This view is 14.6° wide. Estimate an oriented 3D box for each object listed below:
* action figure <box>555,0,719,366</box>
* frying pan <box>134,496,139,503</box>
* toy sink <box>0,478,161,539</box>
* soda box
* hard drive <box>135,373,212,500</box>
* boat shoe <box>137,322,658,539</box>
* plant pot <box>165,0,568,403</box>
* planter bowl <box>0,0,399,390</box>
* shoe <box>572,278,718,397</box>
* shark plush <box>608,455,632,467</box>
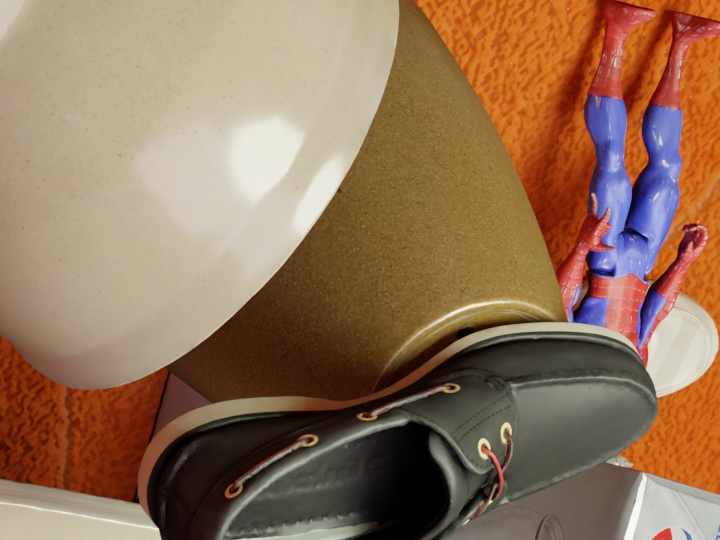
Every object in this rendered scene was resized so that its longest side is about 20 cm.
[{"bbox_3d":[0.116,-0.014,1.235,0.065,0.052,0.201,5,100,-33],"label":"action figure"},{"bbox_3d":[-0.102,0.147,1.168,0.190,0.031,0.115,-35,132,9],"label":"frying pan"},{"bbox_3d":[-0.128,0.197,1.100,0.130,0.112,0.200,13,124,-28],"label":"toy sink"},{"bbox_3d":[0.069,0.109,1.223,0.063,0.200,0.069,20,85,-37],"label":"soda box"},{"bbox_3d":[-0.045,0.142,1.183,0.027,0.200,0.132,2,119,-29],"label":"hard drive"},{"bbox_3d":[0.023,0.071,1.006,0.201,0.063,0.074,-12,123,-25],"label":"boat shoe"},{"bbox_3d":[0.000,0.000,1.118,0.186,0.200,0.187,-15,125,-22],"label":"plant pot"},{"bbox_3d":[-0.104,-0.077,1.004,0.135,0.200,0.200,36,99,-30],"label":"planter bowl"},{"bbox_3d":[0.085,0.043,1.289,0.199,0.053,0.070,0,120,-29],"label":"shoe"},{"bbox_3d":[0.082,0.166,1.339,0.091,0.083,0.201,0,123,-48],"label":"shark plush"}]
